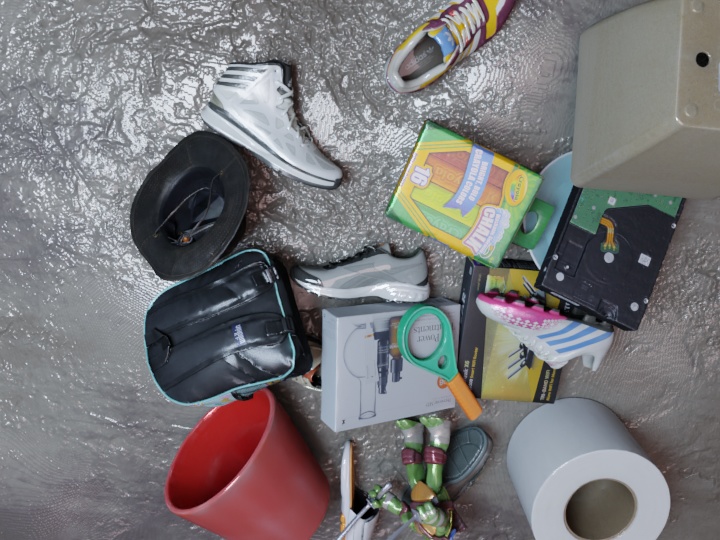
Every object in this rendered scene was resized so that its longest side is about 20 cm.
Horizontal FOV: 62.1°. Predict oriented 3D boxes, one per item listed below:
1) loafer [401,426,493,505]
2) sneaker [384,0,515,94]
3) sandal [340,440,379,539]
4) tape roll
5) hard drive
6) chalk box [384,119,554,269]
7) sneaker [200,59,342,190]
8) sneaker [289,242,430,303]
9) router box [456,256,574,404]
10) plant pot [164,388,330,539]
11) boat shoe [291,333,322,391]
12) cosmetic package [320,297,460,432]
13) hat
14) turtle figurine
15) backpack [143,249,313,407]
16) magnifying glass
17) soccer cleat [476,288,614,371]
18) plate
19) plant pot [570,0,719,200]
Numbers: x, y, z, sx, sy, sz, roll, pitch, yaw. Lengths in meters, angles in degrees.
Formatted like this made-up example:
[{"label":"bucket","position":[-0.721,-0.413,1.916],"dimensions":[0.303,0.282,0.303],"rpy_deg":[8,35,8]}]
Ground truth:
[{"label":"loafer","position":[0.142,0.323,0.939],"dimensions":[0.062,0.072,0.201],"rpy_deg":[27,113,-30]},{"label":"sneaker","position":[0.114,-0.285,0.721],"dimensions":[0.199,0.090,0.075],"rpy_deg":[-42,105,11]},{"label":"sandal","position":[0.000,0.368,0.933],"dimensions":[0.058,0.079,0.211],"rpy_deg":[1,106,5]},{"label":"tape roll","position":[0.332,0.314,0.895],"dimensions":[0.198,0.140,0.207],"rpy_deg":[0,109,-1]},{"label":"hard drive","position":[0.324,-0.042,0.774],"dimensions":[0.137,0.038,0.203],"rpy_deg":[23,84,-1]},{"label":"chalk box","position":[0.145,-0.091,0.753],"dimensions":[0.197,0.124,0.127],"rpy_deg":[24,106,0]},{"label":"sneaker","position":[-0.093,-0.192,0.753],"dimensions":[0.198,0.076,0.117],"rpy_deg":[29,107,-8]},{"label":"sneaker","position":[0.000,0.000,0.826],"dimensions":[0.195,0.074,0.081],"rpy_deg":[1,99,-9]},{"label":"router box","position":[0.217,0.087,0.863],"dimensions":[0.154,0.052,0.204],"rpy_deg":[4,108,-3]},{"label":"plant pot","position":[-0.149,0.300,0.861],"dimensions":[0.199,0.201,0.178],"rpy_deg":[-34,117,9]},{"label":"boat shoe","position":[-0.062,0.142,0.869],"dimensions":[0.196,0.063,0.072],"rpy_deg":[16,109,-5]},{"label":"cosmetic package","position":[0.043,0.124,0.820],"dimensions":[0.196,0.051,0.154],"rpy_deg":[-4,103,-29]},{"label":"hat","position":[-0.199,-0.073,0.768],"dimensions":[0.200,0.202,0.081],"rpy_deg":[-41,148,11]},{"label":"turtle figurine","position":[0.062,0.308,0.846],"dimensions":[0.195,0.144,0.198],"rpy_deg":[5,67,1]},{"label":"backpack","position":[-0.174,0.085,0.787],"dimensions":[0.196,0.153,0.179],"rpy_deg":[-20,78,1]},{"label":"magnifying glass","position":[0.115,0.130,0.820],"dimensions":[0.079,0.022,0.201],"rpy_deg":[-42,118,-17]},{"label":"soccer cleat","position":[0.242,0.085,0.797],"dimensions":[0.196,0.070,0.088],"rpy_deg":[13,102,-7]},{"label":"plate","position":[0.312,-0.063,0.808],"dimensions":[0.195,0.026,0.205],"rpy_deg":[0,87,-3]},{"label":"plant pot","position":[0.375,-0.203,0.680],"dimensions":[0.195,0.177,0.205],"rpy_deg":[5,87,-3]}]
